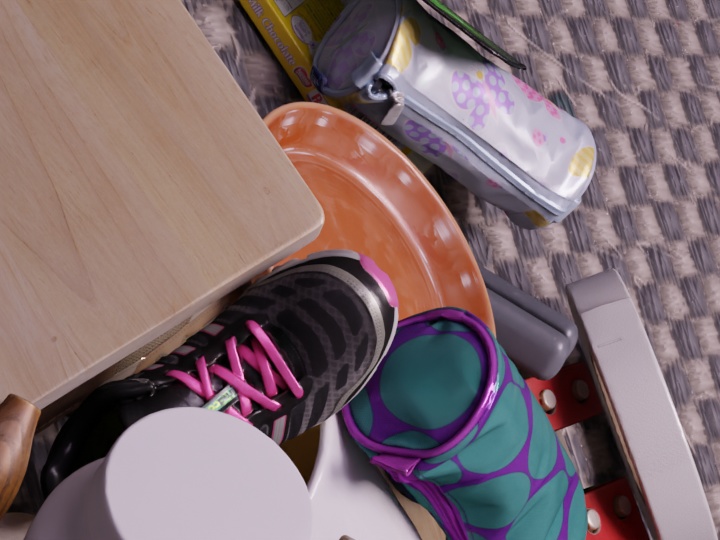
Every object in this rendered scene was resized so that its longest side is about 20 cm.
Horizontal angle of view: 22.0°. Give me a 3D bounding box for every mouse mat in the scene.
[{"bbox_3d":[0.038,-0.179,1.183,0.161,0.008,0.200,39,10,4],"label":"mouse mat"}]

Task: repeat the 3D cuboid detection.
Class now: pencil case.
[{"bbox_3d":[0.058,0.101,0.950,0.093,0.084,0.200,-65,149,-22],"label":"pencil case"},{"bbox_3d":[0.063,-0.102,1.184,0.199,0.083,0.091,31,12,-35],"label":"pencil case"}]

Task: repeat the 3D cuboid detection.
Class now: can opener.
[{"bbox_3d":[0.049,-0.012,1.133,0.199,0.067,0.053,31,24,8],"label":"can opener"}]

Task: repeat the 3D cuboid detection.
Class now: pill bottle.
[{"bbox_3d":[-0.093,0.146,0.751,0.111,0.200,0.113,16,46,-17],"label":"pill bottle"}]

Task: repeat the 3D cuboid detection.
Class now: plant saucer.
[{"bbox_3d":[0.000,0.000,1.032,0.200,0.032,0.201,34,39,-32],"label":"plant saucer"}]

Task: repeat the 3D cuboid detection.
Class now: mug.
[{"bbox_3d":[-0.034,0.127,0.960,0.153,0.148,0.188,49,53,-39],"label":"mug"}]

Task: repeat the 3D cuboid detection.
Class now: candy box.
[{"bbox_3d":[-0.014,-0.148,1.213,0.201,0.026,0.102,56,40,-10],"label":"candy box"}]

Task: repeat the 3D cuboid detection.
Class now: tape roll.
[{"bbox_3d":[0.182,0.097,1.205,0.203,0.037,0.204,-19,90,-86],"label":"tape roll"}]

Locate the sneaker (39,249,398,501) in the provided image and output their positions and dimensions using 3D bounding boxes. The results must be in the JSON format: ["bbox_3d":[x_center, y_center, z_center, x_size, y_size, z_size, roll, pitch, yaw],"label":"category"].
[{"bbox_3d":[-0.069,0.063,0.846,0.074,0.199,0.087,57,18,-4],"label":"sneaker"}]

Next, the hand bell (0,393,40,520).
[{"bbox_3d":[-0.190,0.141,0.768,0.104,0.104,0.201,37,70,-28],"label":"hand bell"}]

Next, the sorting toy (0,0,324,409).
[{"bbox_3d":[-0.153,-0.043,0.874,0.198,0.070,0.201,-32,78,-16],"label":"sorting toy"}]

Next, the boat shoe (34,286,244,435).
[{"bbox_3d":[-0.135,0.046,0.936,0.199,0.071,0.065,-36,129,-27],"label":"boat shoe"}]

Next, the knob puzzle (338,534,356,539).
[{"bbox_3d":[0.006,0.242,0.826,0.219,0.030,0.222,-17,114,-44],"label":"knob puzzle"}]

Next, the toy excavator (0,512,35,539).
[{"bbox_3d":[-0.141,0.234,0.843,0.200,0.100,0.195,44,43,-8],"label":"toy excavator"}]

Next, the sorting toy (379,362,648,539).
[{"bbox_3d":[0.090,0.143,1.132,0.198,0.069,0.202,-12,80,-49],"label":"sorting toy"}]
